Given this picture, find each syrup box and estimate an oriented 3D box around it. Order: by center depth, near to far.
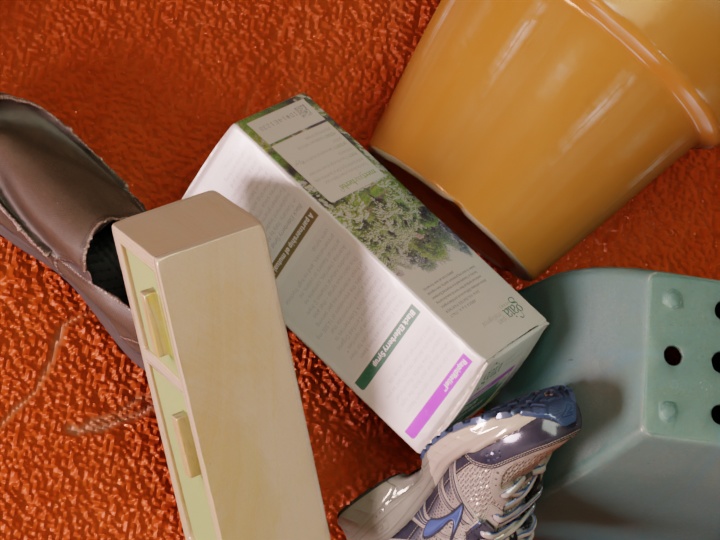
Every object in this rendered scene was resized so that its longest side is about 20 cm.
[{"bbox_3d":[0.000,0.000,1.381,0.200,0.082,0.079,44,34,11],"label":"syrup box"}]

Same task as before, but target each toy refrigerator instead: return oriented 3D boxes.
[{"bbox_3d":[-0.077,0.067,1.334,0.070,0.076,0.201,-19,113,-19],"label":"toy refrigerator"}]

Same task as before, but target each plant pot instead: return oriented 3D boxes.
[{"bbox_3d":[0.166,0.072,1.382,0.140,0.200,0.142,8,75,-14],"label":"plant pot"},{"bbox_3d":[0.108,-0.102,1.425,0.200,0.200,0.184,39,85,-3],"label":"plant pot"}]

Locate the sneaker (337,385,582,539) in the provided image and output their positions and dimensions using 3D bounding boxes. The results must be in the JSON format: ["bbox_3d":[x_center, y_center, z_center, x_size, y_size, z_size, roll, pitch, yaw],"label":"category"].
[{"bbox_3d":[0.070,0.129,1.343,0.077,0.200,0.086,-20,75,-37],"label":"sneaker"}]

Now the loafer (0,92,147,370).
[{"bbox_3d":[-0.150,-0.029,1.387,0.200,0.071,0.073,44,69,-2],"label":"loafer"}]
